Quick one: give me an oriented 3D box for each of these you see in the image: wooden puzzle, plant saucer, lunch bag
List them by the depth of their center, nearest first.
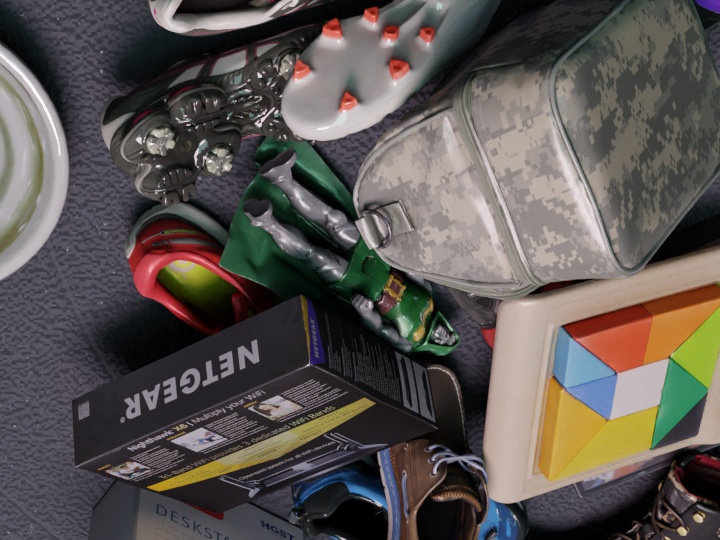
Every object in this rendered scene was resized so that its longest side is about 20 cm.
[{"bbox_3d":[0.105,-0.079,0.810,0.167,0.200,0.140,-7,116,40],"label":"lunch bag"},{"bbox_3d":[-0.285,-0.080,0.881,0.198,0.050,0.202,-2,119,-4],"label":"plant saucer"},{"bbox_3d":[0.186,0.078,0.960,0.198,0.037,0.186,-11,128,-17],"label":"wooden puzzle"}]

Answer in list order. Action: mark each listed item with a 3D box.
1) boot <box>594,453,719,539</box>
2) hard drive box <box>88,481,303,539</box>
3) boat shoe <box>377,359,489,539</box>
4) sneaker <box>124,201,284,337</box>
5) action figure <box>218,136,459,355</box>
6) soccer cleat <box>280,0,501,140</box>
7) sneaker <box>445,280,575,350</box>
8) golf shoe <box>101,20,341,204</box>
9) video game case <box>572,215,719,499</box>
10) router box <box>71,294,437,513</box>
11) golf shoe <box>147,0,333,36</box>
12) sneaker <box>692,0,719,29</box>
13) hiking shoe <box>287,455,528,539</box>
[{"bbox_3d":[0.216,0.211,1.066,0.198,0.073,0.151,12,126,-19],"label":"boot"},{"bbox_3d":[-0.119,0.247,0.994,0.155,0.200,0.077,30,112,-21],"label":"hard drive box"},{"bbox_3d":[0.059,0.157,0.974,0.072,0.202,0.072,10,160,-27],"label":"boat shoe"},{"bbox_3d":[-0.076,0.033,0.945,0.199,0.085,0.077,28,114,-19],"label":"sneaker"},{"bbox_3d":[0.000,0.000,0.936,0.054,0.119,0.200,-6,143,47],"label":"action figure"},{"bbox_3d":[0.030,-0.135,0.819,0.069,0.200,0.078,35,155,19],"label":"soccer cleat"},{"bbox_3d":[0.131,-0.039,0.933,0.098,0.071,0.201,37,104,-14],"label":"sneaker"},{"bbox_3d":[-0.069,-0.118,0.861,0.199,0.088,0.078,-23,129,-21],"label":"golf shoe"},{"bbox_3d":[0.226,0.066,1.028,0.199,0.026,0.182,-23,119,7],"label":"video game case"},{"bbox_3d":[-0.072,0.098,0.938,0.199,0.053,0.157,-24,148,25],"label":"router box"},{"bbox_3d":[-0.033,-0.185,0.828,0.198,0.088,0.078,-20,118,4],"label":"golf shoe"},{"bbox_3d":[0.157,-0.209,0.842,0.199,0.070,0.100,33,114,-21],"label":"sneaker"},{"bbox_3d":[0.036,0.191,1.040,0.198,0.087,0.075,15,123,-12],"label":"hiking shoe"}]
